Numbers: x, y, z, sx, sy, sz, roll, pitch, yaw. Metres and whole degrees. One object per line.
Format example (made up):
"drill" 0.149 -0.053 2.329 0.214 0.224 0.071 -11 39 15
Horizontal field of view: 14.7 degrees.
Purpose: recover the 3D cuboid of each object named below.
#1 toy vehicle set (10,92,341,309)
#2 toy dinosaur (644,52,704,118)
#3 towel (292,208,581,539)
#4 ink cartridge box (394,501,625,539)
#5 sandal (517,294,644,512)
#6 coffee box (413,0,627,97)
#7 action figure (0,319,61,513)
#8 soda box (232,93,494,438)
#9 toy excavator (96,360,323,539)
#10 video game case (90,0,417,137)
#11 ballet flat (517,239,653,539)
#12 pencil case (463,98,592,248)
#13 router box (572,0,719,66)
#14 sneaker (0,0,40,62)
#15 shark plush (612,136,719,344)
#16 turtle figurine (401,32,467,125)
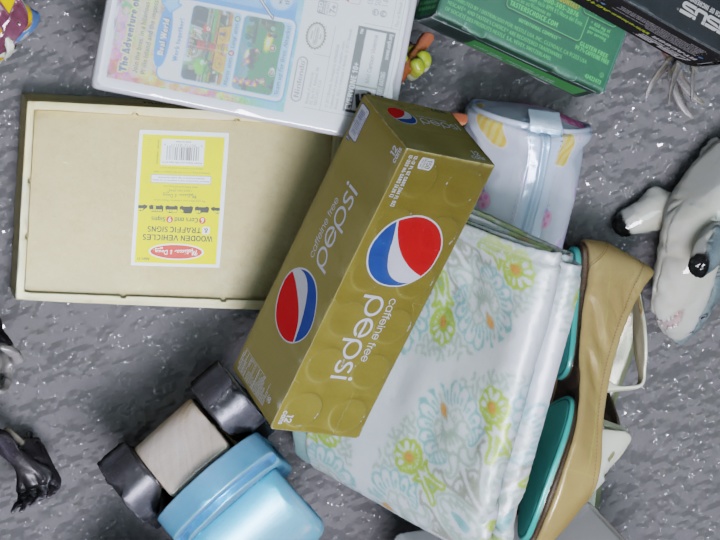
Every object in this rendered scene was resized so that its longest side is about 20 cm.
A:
"toy vehicle set" -0.113 -0.041 1.718 0.198 0.027 0.125 3 103 -14
"toy dinosaur" 0.205 -0.170 1.760 0.180 0.105 0.201 6 65 -2
"towel" 0.044 0.053 1.694 0.048 0.171 0.201 1 109 -44
"ink cartridge box" 0.090 0.261 1.774 0.146 0.083 0.201 -8 121 -25
"sandal" 0.135 0.098 1.796 0.079 0.057 0.202 10 100 -16
"coffee box" 0.123 -0.219 1.672 0.122 0.044 0.201 22 83 -18
"action figure" -0.254 0.064 1.672 0.118 0.102 0.201 -23 110 5
"soda box" 0.000 0.000 1.653 0.067 0.064 0.201 9 119 -35
"toy excavator" -0.057 0.172 1.738 0.100 0.194 0.200 -39 81 -2
"video game case" -0.052 -0.189 1.641 0.181 0.024 0.202 11 94 -8
"ballet flat" 0.146 0.080 1.738 0.063 0.069 0.201 13 79 -12
"pencil case" 0.087 -0.007 1.742 0.083 0.091 0.201 12 100 2
"router box" 0.155 -0.230 1.626 0.199 0.062 0.151 26 82 -19
"sneaker" -0.234 -0.126 1.638 0.089 0.075 0.202 2 99 -10
"shark plush" 0.245 -0.051 1.805 0.083 0.091 0.201 47 68 -38
"turtle figurine" -0.016 -0.171 1.691 0.199 0.064 0.162 16 92 -8
